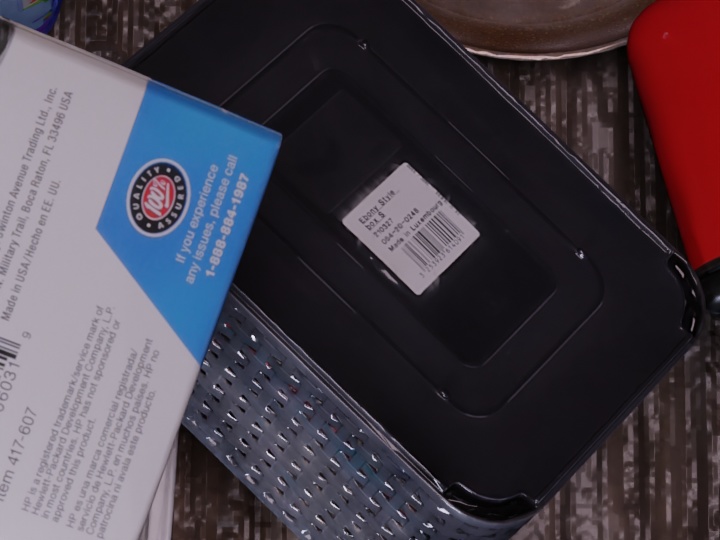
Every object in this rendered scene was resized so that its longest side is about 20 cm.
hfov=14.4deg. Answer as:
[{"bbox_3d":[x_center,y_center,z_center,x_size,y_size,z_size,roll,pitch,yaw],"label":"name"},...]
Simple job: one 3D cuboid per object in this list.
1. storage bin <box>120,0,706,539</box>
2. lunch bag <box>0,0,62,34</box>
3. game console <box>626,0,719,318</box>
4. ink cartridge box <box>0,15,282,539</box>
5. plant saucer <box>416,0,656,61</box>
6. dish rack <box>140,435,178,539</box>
[{"bbox_3d":[0.000,0.000,0.981,0.200,0.094,0.135,44,58,5],"label":"storage bin"},{"bbox_3d":[-0.185,-0.115,0.974,0.200,0.151,0.094,1,70,-5],"label":"lunch bag"},{"bbox_3d":[0.219,-0.037,1.000,0.200,0.119,0.172,-23,65,20],"label":"game console"},{"bbox_3d":[-0.145,-0.007,0.841,0.200,0.084,0.146,22,82,-14],"label":"ink cartridge box"},{"bbox_3d":[0.061,-0.172,1.069,0.200,0.032,0.200,1,80,-3],"label":"plant saucer"},{"bbox_3d":[-0.150,0.077,1.003,0.171,0.044,0.200,4,80,-4],"label":"dish rack"}]
